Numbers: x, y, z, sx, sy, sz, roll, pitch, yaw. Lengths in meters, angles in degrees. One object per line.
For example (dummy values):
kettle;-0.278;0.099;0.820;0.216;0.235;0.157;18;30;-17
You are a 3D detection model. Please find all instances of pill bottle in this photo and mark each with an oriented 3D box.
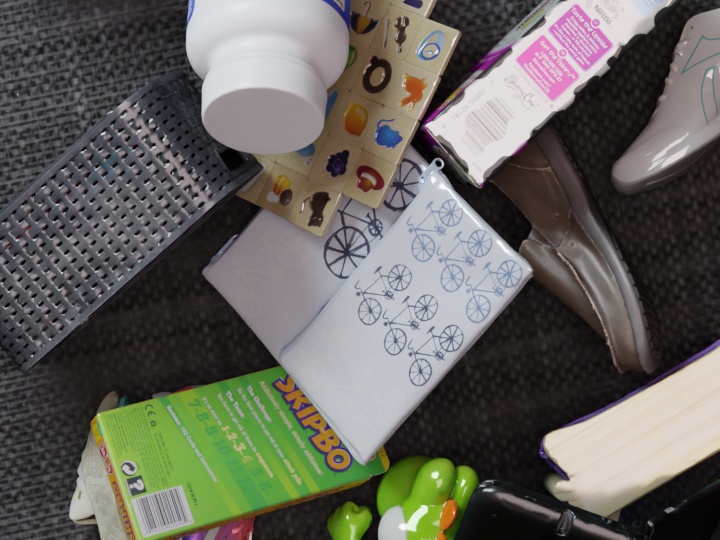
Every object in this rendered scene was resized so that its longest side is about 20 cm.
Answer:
pill bottle;-0.061;-0.184;1.477;0.111;0.112;0.201;2;61;-2

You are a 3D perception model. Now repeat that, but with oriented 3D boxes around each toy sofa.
toy sofa;0.225;0.115;1.545;0.199;0.083;0.098;-30;89;-1

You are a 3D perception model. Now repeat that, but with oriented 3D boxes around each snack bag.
snack bag;0.000;0.000;1.501;0.189;0.021;0.200;-49;65;18

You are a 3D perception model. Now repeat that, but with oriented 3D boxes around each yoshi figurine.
yoshi figurine;0.025;0.215;1.550;0.112;0.112;0.201;37;106;35

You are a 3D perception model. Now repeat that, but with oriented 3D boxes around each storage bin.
storage bin;-0.176;-0.035;1.487;0.200;0.135;0.094;-41;92;13

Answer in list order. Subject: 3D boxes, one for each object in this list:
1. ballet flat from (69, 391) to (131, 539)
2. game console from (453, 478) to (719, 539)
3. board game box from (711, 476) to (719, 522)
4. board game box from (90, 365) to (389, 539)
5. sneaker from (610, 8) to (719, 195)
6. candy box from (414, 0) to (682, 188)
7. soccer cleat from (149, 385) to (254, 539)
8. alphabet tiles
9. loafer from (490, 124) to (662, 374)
ballet flat;-0.178;0.189;1.545;0.062;0.067;0.201;-11;91;8
game console;0.141;0.216;1.493;0.175;0.117;0.201;19;124;2
board game box;0.375;0.228;1.492;0.199;0.200;0.201;-13;91;-1
board game box;-0.081;0.123;1.516;0.199;0.030;0.096;-14;76;-25
sneaker;0.246;-0.133;1.555;0.200;0.070;0.080;-42;83;-7
candy box;0.129;-0.145;1.511;0.200;0.136;0.061;-43;95;0
soccer cleat;-0.102;0.181;1.547;0.073;0.068;0.201;-11;89;-6
alphabet tiles;-0.018;-0.130;1.520;0.166;0.006;0.201;26;90;37
loafer;0.150;-0.007;1.536;0.071;0.073;0.201;-29;66;10
